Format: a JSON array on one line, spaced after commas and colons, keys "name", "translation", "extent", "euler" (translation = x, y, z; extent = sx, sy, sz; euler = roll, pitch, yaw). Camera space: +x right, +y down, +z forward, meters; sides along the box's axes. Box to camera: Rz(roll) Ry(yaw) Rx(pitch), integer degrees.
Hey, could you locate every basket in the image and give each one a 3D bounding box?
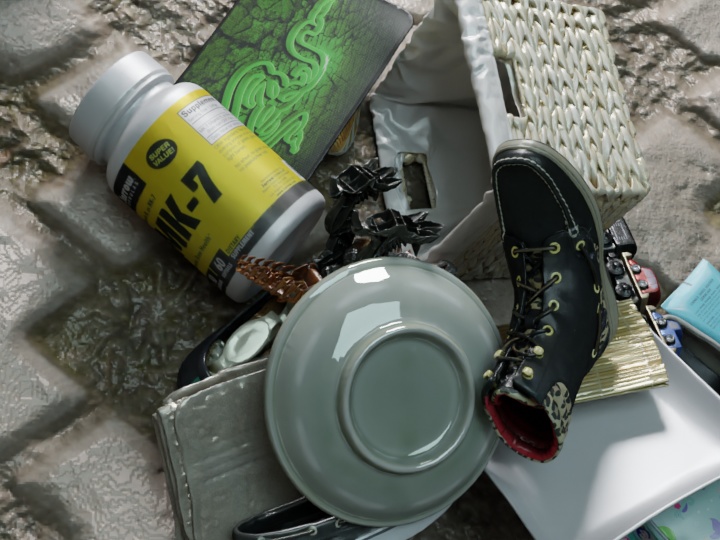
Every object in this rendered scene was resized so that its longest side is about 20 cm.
[{"name": "basket", "translation": [0.124, -0.113, 1.182], "extent": [0.158, 0.200, 0.201], "euler": [-1, 67, -23]}]

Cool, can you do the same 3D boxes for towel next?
[{"name": "towel", "translation": [-0.063, 0.135, 1.065], "extent": [0.198, 0.034, 0.135], "euler": [-15, 104, -28]}]

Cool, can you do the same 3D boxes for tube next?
[{"name": "tube", "translation": [0.379, 0.079, 1.281], "extent": [0.200, 0.051, 0.077], "euler": [44, 55, 8]}]

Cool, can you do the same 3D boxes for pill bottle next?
[{"name": "pill bottle", "translation": [-0.136, -0.079, 1.114], "extent": [0.199, 0.115, 0.114], "euler": [41, 59, 6]}]

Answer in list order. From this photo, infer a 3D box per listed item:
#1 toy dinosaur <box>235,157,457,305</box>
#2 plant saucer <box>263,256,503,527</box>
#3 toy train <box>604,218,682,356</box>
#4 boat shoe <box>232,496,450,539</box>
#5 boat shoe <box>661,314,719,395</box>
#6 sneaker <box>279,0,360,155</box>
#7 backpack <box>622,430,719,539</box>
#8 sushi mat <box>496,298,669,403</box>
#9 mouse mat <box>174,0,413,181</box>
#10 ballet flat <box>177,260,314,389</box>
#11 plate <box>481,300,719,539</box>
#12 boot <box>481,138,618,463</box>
[{"name": "toy dinosaur", "translation": [0.000, 0.000, 1.068], "extent": [0.102, 0.137, 0.199], "euler": [38, 33, 25]}, {"name": "plant saucer", "translation": [0.028, 0.092, 0.998], "extent": [0.197, 0.050, 0.204], "euler": [-1, 93, -19]}, {"name": "toy train", "translation": [0.247, 0.017, 1.224], "extent": [0.045, 0.034, 0.202], "euler": [-6, 45, -8]}, {"name": "boat shoe", "translation": [-0.008, 0.184, 1.044], "extent": [0.198, 0.068, 0.057], "euler": [-25, 114, -22]}, {"name": "boat shoe", "translation": [0.335, 0.113, 1.234], "extent": [0.200, 0.066, 0.072], "euler": [43, 59, 2]}, {"name": "sneaker", "translation": [-0.039, -0.195, 1.241], "extent": [0.086, 0.076, 0.203], "euler": [4, 62, 0]}, {"name": "backpack", "translation": [0.266, 0.220, 1.117], "extent": [0.199, 0.151, 0.178], "euler": [-36, 69, -21]}, {"name": "sushi mat", "translation": [0.144, 0.076, 1.106], "extent": [0.197, 0.012, 0.096], "euler": [-11, 42, -2]}, {"name": "mouse mat", "translation": [-0.065, -0.182, 1.196], "extent": [0.160, 0.008, 0.201], "euler": [28, 74, 18]}, {"name": "ballet flat", "translation": [-0.066, 0.045, 1.113], "extent": [0.199, 0.073, 0.073], "euler": [-38, 83, -30]}, {"name": "plate", "translation": [0.184, 0.129, 1.078], "extent": [0.198, 0.033, 0.200], "euler": [-26, 46, -16]}, {"name": "boot", "translation": [0.131, 0.023, 1.004], "extent": [0.154, 0.073, 0.205], "euler": [-58, 135, -42]}]
